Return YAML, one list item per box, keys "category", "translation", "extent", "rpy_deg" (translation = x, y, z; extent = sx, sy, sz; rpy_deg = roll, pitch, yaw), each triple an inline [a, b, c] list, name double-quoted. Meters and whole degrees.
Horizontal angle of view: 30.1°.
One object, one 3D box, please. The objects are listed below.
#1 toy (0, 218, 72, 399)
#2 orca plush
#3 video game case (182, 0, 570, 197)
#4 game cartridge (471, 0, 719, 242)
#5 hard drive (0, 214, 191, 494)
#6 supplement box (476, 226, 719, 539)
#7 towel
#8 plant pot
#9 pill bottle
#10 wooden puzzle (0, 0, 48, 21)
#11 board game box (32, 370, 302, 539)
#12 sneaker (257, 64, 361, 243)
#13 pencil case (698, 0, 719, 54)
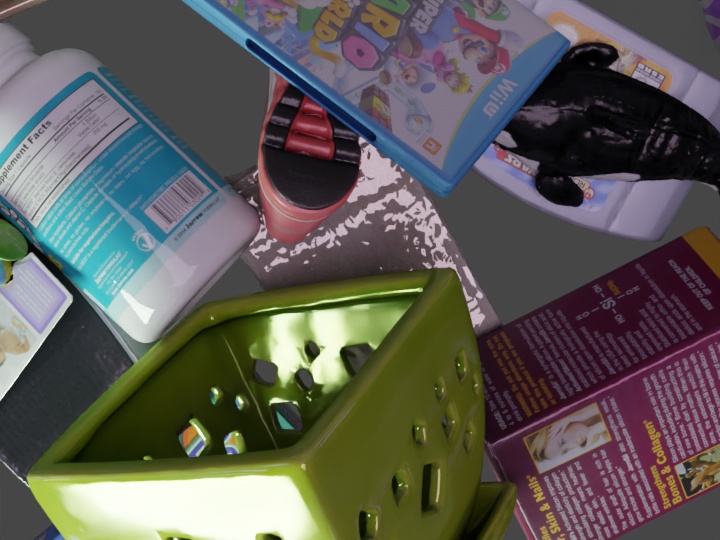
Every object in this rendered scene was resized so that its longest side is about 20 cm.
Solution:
- category: "toy"
  translation: [-0.273, 0.047, 0.822]
  extent: [0.115, 0.047, 0.200]
  rpy_deg: [45, 113, 7]
- category: "orca plush"
  translation: [0.166, -0.076, 0.842]
  extent: [0.200, 0.071, 0.105]
  rpy_deg: [30, 99, -11]
- category: "video game case"
  translation: [0.011, -0.151, 0.805]
  extent: [0.200, 0.018, 0.143]
  rpy_deg: [38, 60, 4]
- category: "game cartridge"
  translation: [0.138, -0.105, 0.887]
  extent: [0.200, 0.042, 0.133]
  rpy_deg: [26, 95, -11]
- category: "hard drive"
  translation: [-0.210, 0.055, 0.870]
  extent: [0.135, 0.042, 0.200]
  rpy_deg: [-39, 91, 5]
- category: "supplement box"
  translation: [0.176, 0.084, 0.883]
  extent: [0.200, 0.103, 0.131]
  rpy_deg: [-26, 125, 1]
- category: "towel"
  translation: [0.000, 0.000, 0.899]
  extent: [0.132, 0.034, 0.200]
  rpy_deg: [-29, 103, 4]
- category: "plant pot"
  translation: [-0.033, 0.129, 0.774]
  extent: [0.199, 0.200, 0.182]
  rpy_deg: [-9, 115, 34]
- category: "pill bottle"
  translation: [-0.166, -0.059, 0.822]
  extent: [0.200, 0.111, 0.111]
  rpy_deg: [44, 96, -1]
- category: "wooden puzzle"
  translation: [-0.264, -0.239, 0.812]
  extent: [0.185, 0.037, 0.200]
  rpy_deg: [-23, 93, 0]
- category: "board game box"
  translation: [-0.105, 0.181, 0.926]
  extent: [0.200, 0.045, 0.152]
  rpy_deg: [-42, 103, 4]
- category: "sneaker"
  translation: [-0.035, -0.108, 0.832]
  extent: [0.074, 0.087, 0.200]
  rpy_deg: [15, 62, -9]
- category: "pencil case"
  translation: [0.241, -0.223, 0.848]
  extent: [0.085, 0.084, 0.200]
  rpy_deg: [-34, 109, -38]
